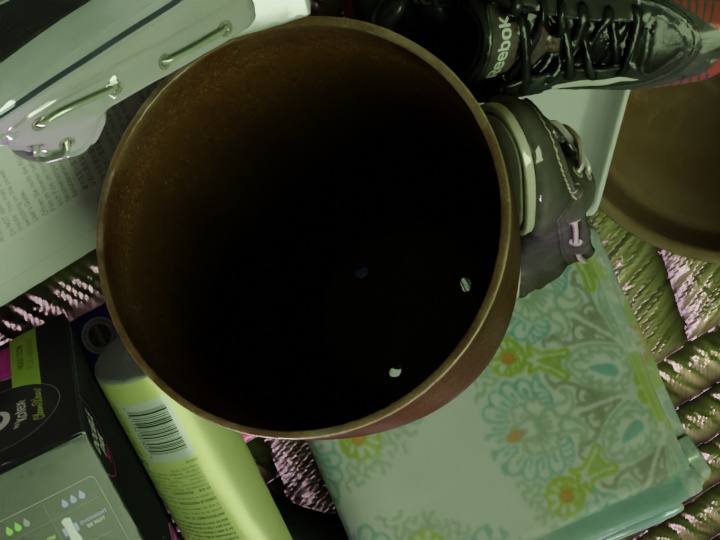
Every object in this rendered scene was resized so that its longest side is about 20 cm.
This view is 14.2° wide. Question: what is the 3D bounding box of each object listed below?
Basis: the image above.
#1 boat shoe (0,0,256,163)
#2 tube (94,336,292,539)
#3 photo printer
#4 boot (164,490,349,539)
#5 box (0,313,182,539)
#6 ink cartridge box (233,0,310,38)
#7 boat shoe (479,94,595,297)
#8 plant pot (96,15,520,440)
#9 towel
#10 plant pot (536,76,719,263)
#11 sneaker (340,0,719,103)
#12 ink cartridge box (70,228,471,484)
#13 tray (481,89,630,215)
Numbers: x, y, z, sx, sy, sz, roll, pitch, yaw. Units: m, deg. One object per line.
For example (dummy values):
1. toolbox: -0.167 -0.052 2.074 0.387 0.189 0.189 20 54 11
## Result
1. boat shoe: -0.127 -0.075 1.180 0.200 0.074 0.067 -32 120 -8
2. tube: -0.068 0.116 1.427 0.052 0.058 0.200 -23 117 3
3. photo printer: -0.154 -0.078 1.322 0.200 0.069 0.167 -33 133 -11
4. boot: -0.003 0.132 1.554 0.211 0.079 0.158 46 67 -16
5. box: -0.147 0.152 1.384 0.124 0.149 0.200 -26 113 0
6. ink cartridge box: -0.096 -0.189 1.215 0.109 0.050 0.200 -18 119 -12
7. boat shoe: 0.087 -0.042 1.395 0.057 0.067 0.200 -24 163 -8
8. plant pot: 0.000 0.000 1.341 0.187 0.187 0.200 -46 161 3
9. towel: 0.069 0.077 1.526 0.200 0.171 0.048 -21 170 -21
10. plant pot: 0.196 -0.111 1.486 0.093 0.200 0.201 -49 156 -60
11. sneaker: 0.087 -0.115 1.385 0.200 0.098 0.071 8 115 -2
12. ink cartridge box: -0.042 0.023 1.460 0.200 0.037 0.095 -29 97 -11
13. tray: 0.092 -0.131 1.450 0.107 0.022 0.200 17 118 8
